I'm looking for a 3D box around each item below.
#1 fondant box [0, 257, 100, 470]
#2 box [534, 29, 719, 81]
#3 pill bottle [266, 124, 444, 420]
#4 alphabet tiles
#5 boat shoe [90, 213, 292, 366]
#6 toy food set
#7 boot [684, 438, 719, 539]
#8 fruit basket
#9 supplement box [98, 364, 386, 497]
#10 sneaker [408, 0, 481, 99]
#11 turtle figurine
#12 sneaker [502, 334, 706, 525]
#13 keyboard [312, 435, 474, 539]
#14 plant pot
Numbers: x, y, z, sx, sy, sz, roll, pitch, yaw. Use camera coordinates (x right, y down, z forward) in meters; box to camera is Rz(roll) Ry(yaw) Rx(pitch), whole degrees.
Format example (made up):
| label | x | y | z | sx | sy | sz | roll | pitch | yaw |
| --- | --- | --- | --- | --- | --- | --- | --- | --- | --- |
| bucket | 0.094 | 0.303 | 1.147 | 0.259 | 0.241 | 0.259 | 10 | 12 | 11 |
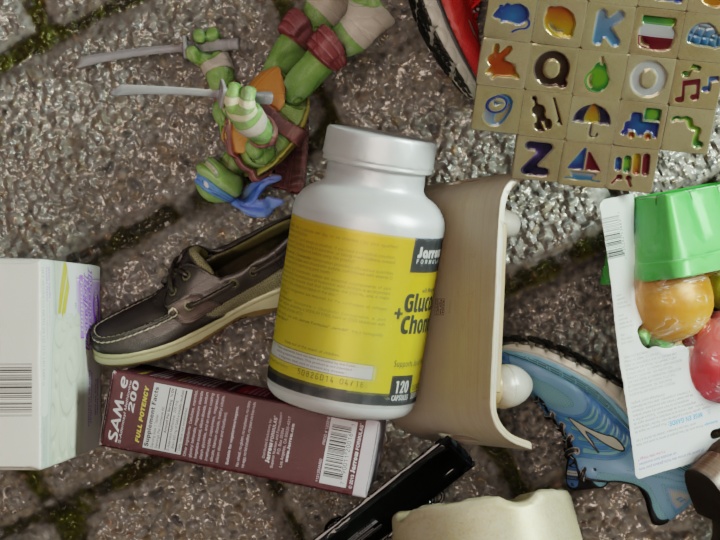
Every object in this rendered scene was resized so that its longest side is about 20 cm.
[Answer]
| label | x | y | z | sx | sy | sz | roll | pitch | yaw |
| --- | --- | --- | --- | --- | --- | --- | --- | --- | --- |
| fondant box | -0.236 | 0.065 | 1.260 | 0.058 | 0.200 | 0.145 | 0 | 89 | 2 |
| box | 0.216 | -0.217 | 1.255 | 0.200 | 0.164 | 0.166 | -4 | 90 | 4 |
| pill bottle | 0.000 | 0.000 | 1.250 | 0.112 | 0.112 | 0.200 | 10 | 97 | 4 |
| alphabet tiles | 0.164 | -0.149 | 1.167 | 0.166 | 0.006 | 0.200 | 6 | 116 | -1 |
| boat shoe | -0.117 | 0.010 | 1.312 | 0.200 | 0.073 | 0.065 | -23 | 118 | -6 |
| toy food set | 0.083 | 0.028 | 1.276 | 0.060 | 0.143 | 0.200 | 5 | 86 | -30 |
| boot | 0.339 | 0.152 | 1.292 | 0.200 | 0.064 | 0.187 | -38 | 131 | -22 |
| fruit basket | 0.248 | 0.035 | 1.267 | 0.185 | 0.094 | 0.200 | -12 | 100 | -35 |
| supplement box | -0.084 | 0.118 | 1.296 | 0.200 | 0.109 | 0.061 | 11 | 90 | 5 |
| sneaker | 0.075 | -0.231 | 1.311 | 0.085 | 0.077 | 0.200 | -16 | 88 | -2 |
| turtle figurine | -0.086 | -0.159 | 1.285 | 0.200 | 0.144 | 0.194 | 43 | 88 | 0 |
| sneaker | 0.171 | 0.121 | 1.297 | 0.200 | 0.078 | 0.090 | 34 | 95 | 4 |
| keyboard | -0.007 | 0.188 | 1.300 | 0.200 | 0.104 | 0.040 | -38 | 64 | 2 |
| plant pot | 0.099 | 0.257 | 1.251 | 0.200 | 0.200 | 0.184 | -9 | 79 | 3 |
